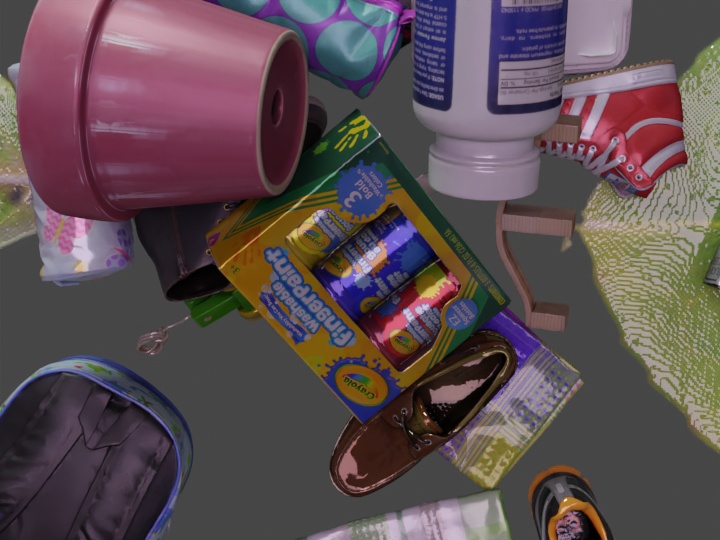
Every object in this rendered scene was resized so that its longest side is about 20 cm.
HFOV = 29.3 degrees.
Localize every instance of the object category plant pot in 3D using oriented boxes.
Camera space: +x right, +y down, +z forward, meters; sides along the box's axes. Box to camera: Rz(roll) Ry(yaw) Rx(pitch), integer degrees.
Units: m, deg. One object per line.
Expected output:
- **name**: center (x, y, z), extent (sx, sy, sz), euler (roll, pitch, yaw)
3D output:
- **plant pot**: center (-0.142, -0.131, 1.071), extent (0.178, 0.200, 0.201), euler (8, 93, 13)

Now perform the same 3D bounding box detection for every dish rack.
- **dish rack**: center (0.143, -0.239, 1.158), extent (0.199, 0.044, 0.173), euler (-6, 113, -12)

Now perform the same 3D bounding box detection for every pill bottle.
- **pill bottle**: center (0.101, -0.163, 1.082), extent (0.119, 0.120, 0.201), euler (2, 109, 1)

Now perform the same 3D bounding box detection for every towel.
- **towel**: center (0.083, 0.086, 1.226), extent (0.200, 0.023, 0.144), euler (41, 92, 0)
- **towel**: center (0.047, 0.287, 1.222), extent (0.199, 0.031, 0.150), euler (-16, 93, 7)

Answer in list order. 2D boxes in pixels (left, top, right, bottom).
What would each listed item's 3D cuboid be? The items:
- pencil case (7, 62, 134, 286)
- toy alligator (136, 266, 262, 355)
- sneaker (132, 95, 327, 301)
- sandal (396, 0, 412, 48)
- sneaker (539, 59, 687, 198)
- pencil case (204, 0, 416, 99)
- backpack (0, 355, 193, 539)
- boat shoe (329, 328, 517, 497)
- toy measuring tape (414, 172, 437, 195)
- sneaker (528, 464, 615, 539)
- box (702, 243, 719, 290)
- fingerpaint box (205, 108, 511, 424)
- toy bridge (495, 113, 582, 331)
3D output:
- **pencil case**: center (-0.252, -0.088, 1.196), extent (0.090, 0.083, 0.201), euler (-9, 92, 25)
- **toy alligator**: center (-0.114, 0.011, 1.217), extent (0.199, 0.059, 0.054), euler (-25, 47, 9)
- **sneaker**: center (-0.098, -0.058, 1.172), extent (0.200, 0.075, 0.107), euler (-35, 55, 15)
- **sandal**: center (0.051, -0.234, 1.202), extent (0.199, 0.045, 0.076), euler (-15, 92, 2)
- **sneaker**: center (0.187, -0.107, 1.192), extent (0.199, 0.071, 0.113), euler (-13, 89, 0)
- **pencil case**: center (-0.057, -0.224, 1.116), extent (0.199, 0.085, 0.093), euler (30, 126, -4)
- **backpack**: center (-0.241, 0.178, 1.175), extent (0.182, 0.147, 0.201), euler (31, 96, 1)
- **boat shoe**: center (0.049, 0.122, 1.183), extent (0.200, 0.068, 0.072), euler (-44, 93, 4)
- **toy measuring tape**: center (0.033, -0.080, 1.194), extent (0.199, 0.074, 0.074), euler (-23, 92, 5)
- **sneaker**: center (0.202, 0.272, 1.205), extent (0.078, 0.077, 0.201), euler (-25, 93, 1)
- **box**: center (0.392, -0.056, 1.194), extent (0.116, 0.060, 0.201), euler (22, 92, 0)
- **fingerpaint box**: center (0.000, 0.000, 1.137), extent (0.167, 0.073, 0.200), euler (-38, 118, 3)
- **toy bridge**: center (0.150, -0.044, 1.180), extent (0.067, 0.027, 0.201), euler (6, 117, 14)
